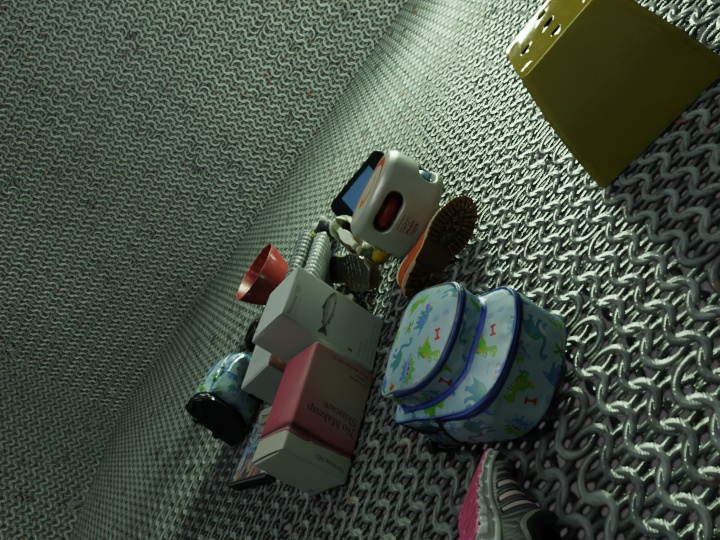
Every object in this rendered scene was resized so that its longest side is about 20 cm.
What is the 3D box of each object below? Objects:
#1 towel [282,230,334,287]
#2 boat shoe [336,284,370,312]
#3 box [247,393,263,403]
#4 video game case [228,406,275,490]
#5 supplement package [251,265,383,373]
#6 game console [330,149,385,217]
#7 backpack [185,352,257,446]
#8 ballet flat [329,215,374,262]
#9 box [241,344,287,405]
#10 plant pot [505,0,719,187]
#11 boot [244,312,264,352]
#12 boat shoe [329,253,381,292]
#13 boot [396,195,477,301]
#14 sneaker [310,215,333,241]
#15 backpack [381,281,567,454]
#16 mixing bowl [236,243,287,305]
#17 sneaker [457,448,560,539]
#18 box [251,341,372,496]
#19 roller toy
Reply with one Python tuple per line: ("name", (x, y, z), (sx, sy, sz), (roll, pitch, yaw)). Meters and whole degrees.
("towel", (-0.111, 0.039, 1.465), (0.167, 0.084, 0.202), (-79, -12, -48))
("boat shoe", (-0.024, 0.077, 1.396), (0.067, 0.057, 0.200), (-56, 12, -2))
("box", (-0.189, 0.205, 1.613), (0.200, 0.046, 0.160), (-45, 21, 34))
("video game case", (-0.198, 0.362, 1.406), (0.199, 0.025, 0.182), (-34, 30, 52))
("supplement package", (-0.075, 0.110, 1.215), (0.117, 0.199, 0.118), (-39, 25, 43))
("game console", (0.014, -0.153, 1.563), (0.200, 0.171, 0.118), (-47, -12, 27))
("backpack", (-0.318, 0.297, 1.656), (0.153, 0.163, 0.201), (-42, 15, 17))
("ballet flat", (-0.029, -0.082, 1.515), (0.068, 0.075, 0.200), (-56, 41, 10))
("box", (-0.125, 0.169, 1.328), (0.106, 0.151, 0.202), (-42, 24, 36))
("plant pot", (0.308, -0.272, 0.881), (0.200, 0.175, 0.201), (-47, 20, 26))
("boot", (-0.224, 0.171, 1.569), (0.203, 0.073, 0.155), (-43, 24, 35))
("boat shoe", (0.000, 0.000, 1.391), (0.199, 0.073, 0.077), (-160, 73, -64))
("boot", (0.125, -0.044, 1.161), (0.201, 0.074, 0.107), (-57, 13, 4))
("sneaker", (-0.101, -0.092, 1.860), (0.086, 0.074, 0.200), (-67, 11, -12))
("backpack", (0.126, 0.106, 0.780), (0.199, 0.146, 0.185), (-23, 40, 56))
("mixing bowl", (-0.285, 0.030, 2.060), (0.201, 0.108, 0.201), (-50, 19, 24))
("sneaker", (0.144, 0.240, 0.640), (0.200, 0.086, 0.075), (-38, -33, -77))
("box", (-0.075, 0.245, 1.109), (0.109, 0.127, 0.202), (-37, 28, 45))
("roller toy", (0.075, -0.124, 1.312), (0.202, 0.138, 0.182), (-67, 10, -23))
